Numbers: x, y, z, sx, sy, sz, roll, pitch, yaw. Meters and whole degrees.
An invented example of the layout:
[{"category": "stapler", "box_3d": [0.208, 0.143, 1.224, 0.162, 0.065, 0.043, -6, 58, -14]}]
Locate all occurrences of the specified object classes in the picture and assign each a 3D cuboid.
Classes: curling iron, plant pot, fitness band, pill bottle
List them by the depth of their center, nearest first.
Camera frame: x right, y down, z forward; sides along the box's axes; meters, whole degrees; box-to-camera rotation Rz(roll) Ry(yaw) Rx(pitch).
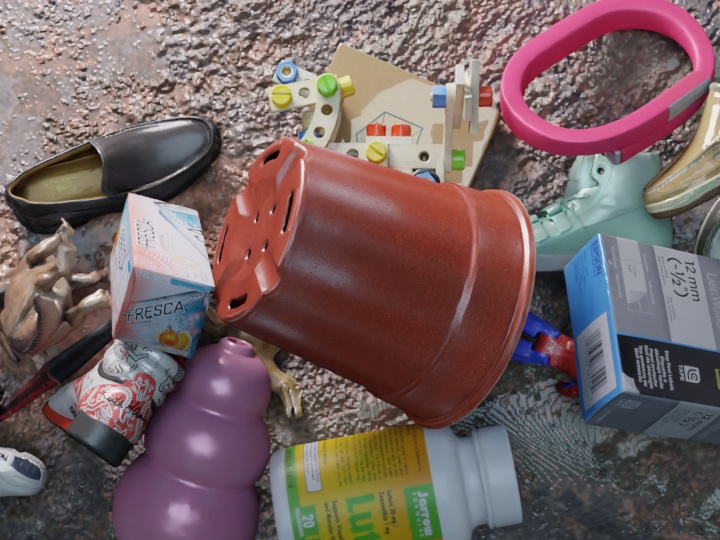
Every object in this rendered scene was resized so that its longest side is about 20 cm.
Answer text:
[{"category": "plant pot", "box_3d": [0.000, 0.000, 1.090, 0.194, 0.200, 0.203, 20, 83, -25]}, {"category": "pill bottle", "box_3d": [0.031, 0.187, 1.164, 0.198, 0.111, 0.112, -11, 82, 2]}, {"category": "curling iron", "box_3d": [-0.270, 0.089, 1.195, 0.199, 0.049, 0.026, -28, 67, 26]}, {"category": "fitness band", "box_3d": [0.214, -0.165, 1.200, 0.199, 0.038, 0.144, -32, 54, -17]}]

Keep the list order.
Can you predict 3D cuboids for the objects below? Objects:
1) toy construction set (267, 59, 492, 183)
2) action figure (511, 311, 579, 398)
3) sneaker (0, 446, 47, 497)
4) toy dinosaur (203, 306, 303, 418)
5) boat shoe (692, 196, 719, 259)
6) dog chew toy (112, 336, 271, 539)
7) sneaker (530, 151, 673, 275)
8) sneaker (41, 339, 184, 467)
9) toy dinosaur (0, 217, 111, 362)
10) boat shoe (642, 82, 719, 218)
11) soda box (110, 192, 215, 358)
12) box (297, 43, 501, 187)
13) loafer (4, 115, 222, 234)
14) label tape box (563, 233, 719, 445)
[{"category": "toy construction set", "box_3d": [0.018, -0.121, 1.199, 0.198, 0.092, 0.133, -2, 81, 15]}, {"category": "action figure", "box_3d": [0.161, 0.066, 1.203, 0.199, 0.099, 0.066, 22, 87, 29]}, {"category": "sneaker", "box_3d": [-0.369, 0.214, 1.204, 0.197, 0.079, 0.131, 5, 84, 4]}, {"category": "toy dinosaur", "box_3d": [-0.111, 0.041, 1.231, 0.100, 0.058, 0.202, -18, 90, -14]}, {"category": "boat shoe", "box_3d": [0.363, -0.067, 1.201, 0.072, 0.060, 0.202, 44, 87, 8]}, {"category": "dog chew toy", "box_3d": [-0.130, 0.154, 1.161, 0.123, 0.125, 0.202, 19, 98, 6]}, {"category": "sneaker", "box_3d": [0.168, -0.057, 1.205, 0.198, 0.074, 0.120, -3, 89, -7]}, {"category": "sneaker", "box_3d": [-0.202, 0.098, 1.160, 0.067, 0.201, 0.108, 38, 78, -15]}, {"category": "toy dinosaur", "box_3d": [-0.279, 0.033, 1.188, 0.135, 0.200, 0.086, -38, 111, 1]}, {"category": "boat shoe", "box_3d": [0.309, -0.122, 1.168, 0.199, 0.072, 0.077, -35, 103, -11]}, {"category": "soda box", "box_3d": [-0.166, 0.000, 1.150, 0.068, 0.200, 0.064, 15, 107, -16]}, {"category": "box", "box_3d": [0.015, -0.080, 1.245, 0.162, 0.021, 0.202, 23, 84, 7]}, {"category": "loafer", "box_3d": [-0.218, -0.087, 1.236, 0.198, 0.072, 0.073, -25, 81, 0]}, {"category": "label tape box", "box_3d": [0.270, 0.061, 1.128, 0.198, 0.066, 0.145, 10, 56, -19]}]
